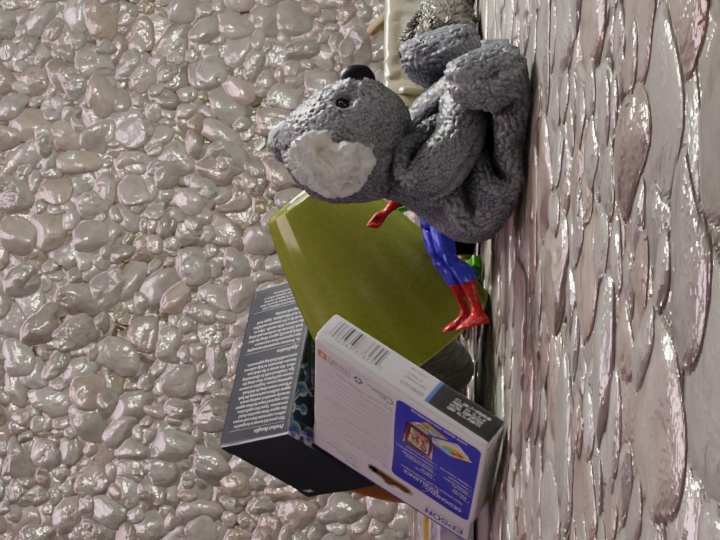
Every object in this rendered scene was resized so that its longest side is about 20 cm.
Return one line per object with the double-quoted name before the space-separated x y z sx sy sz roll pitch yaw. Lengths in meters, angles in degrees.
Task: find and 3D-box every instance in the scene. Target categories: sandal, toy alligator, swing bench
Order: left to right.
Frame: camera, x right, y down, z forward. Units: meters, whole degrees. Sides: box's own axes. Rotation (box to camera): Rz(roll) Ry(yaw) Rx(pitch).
"sandal" 0.052 0.062 1.564 0.203 0.082 0.050 55 176 -20
"swing bench" 0.080 -0.263 1.760 0.200 0.130 0.199 110 162 -73
"toy alligator" 0.106 0.035 1.580 0.200 0.054 0.059 91 180 -63

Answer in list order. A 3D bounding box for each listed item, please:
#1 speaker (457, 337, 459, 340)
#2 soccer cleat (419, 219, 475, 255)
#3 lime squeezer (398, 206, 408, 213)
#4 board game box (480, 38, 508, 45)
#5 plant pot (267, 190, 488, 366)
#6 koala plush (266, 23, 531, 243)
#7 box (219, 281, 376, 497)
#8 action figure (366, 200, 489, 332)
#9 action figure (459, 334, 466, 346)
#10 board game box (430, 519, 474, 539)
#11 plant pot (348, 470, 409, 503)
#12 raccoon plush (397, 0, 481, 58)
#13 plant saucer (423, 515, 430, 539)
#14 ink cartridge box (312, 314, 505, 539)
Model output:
"speaker" 0.093 0.095 1.822 0.081 0.081 0.200 91 -179 -85
"soccer cleat" 0.106 -0.071 1.515 0.081 0.067 0.200 -108 15 -50
"lime squeezer" 0.101 -0.118 1.566 0.200 0.071 0.038 -51 7 21
"board game box" 0.107 -0.148 1.347 0.200 0.062 0.200 91 179 -79
"plant pot" 0.000 0.000 1.430 0.200 0.187 0.187 53 -174 -8
"koala plush" 0.024 -0.105 1.157 0.177 0.200 0.184 -132 39 -68
"box" -0.054 0.130 1.539 0.148 0.107 0.200 36 -128 -39
"action figure" 0.046 -0.036 1.278 0.065 0.099 0.200 161 95 -73
"action figure" 0.041 0.050 1.767 0.200 0.149 0.134 -169 90 -72
"board game box" 0.106 0.325 1.610 0.200 0.041 0.200 90 -179 -79
"plant pot" 0.006 0.187 1.692 0.200 0.200 0.140 -89 16 -88
"raccoon plush" 0.100 -0.307 1.591 0.134 0.097 0.200 120 153 -73
"plant saucer" 0.109 0.332 1.927 0.200 0.035 0.200 2 -90 -90
"ink cartridge box" 0.042 0.158 1.338 0.047 0.198 0.200 -50 -20 -27
